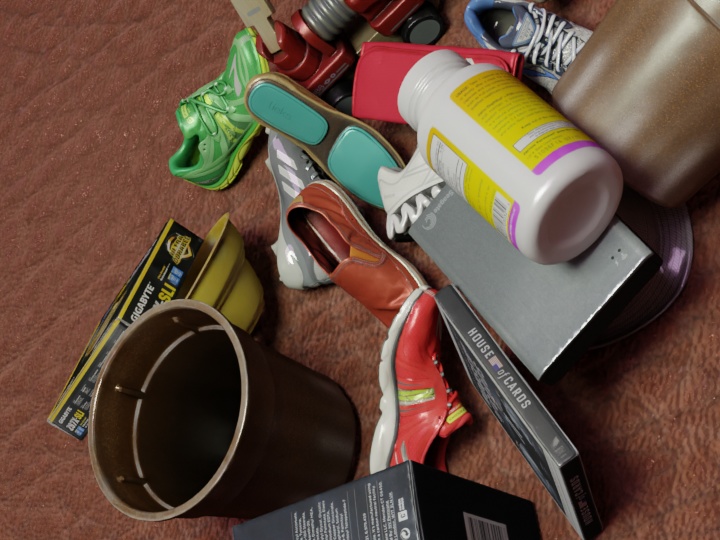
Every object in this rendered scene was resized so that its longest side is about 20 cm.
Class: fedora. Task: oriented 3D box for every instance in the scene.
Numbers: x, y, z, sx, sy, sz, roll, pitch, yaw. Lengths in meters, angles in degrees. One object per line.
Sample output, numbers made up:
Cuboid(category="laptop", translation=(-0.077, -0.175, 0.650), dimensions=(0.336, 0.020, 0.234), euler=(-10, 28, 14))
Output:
Cuboid(category="fedora", translation=(0.183, -0.024, 1.337), dimensions=(0.198, 0.090, 0.179), euler=(-14, 67, 34))

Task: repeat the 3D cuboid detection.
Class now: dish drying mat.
Cuboid(category="dish drying mat", translation=(0.068, -0.176, 1.446), dimensions=(0.198, 0.018, 0.078), euler=(12, 95, 42))

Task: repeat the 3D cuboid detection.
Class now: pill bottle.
Cuboid(category="pill bottle", translation=(0.116, -0.101, 1.245), dimensions=(0.105, 0.104, 0.200), euler=(-53, 53, 12))

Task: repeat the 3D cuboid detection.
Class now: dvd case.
Cuboid(category="dvd case", translation=(0.135, 0.121, 1.294), dimensions=(0.025, 0.151, 0.201), euler=(-32, 54, -4))

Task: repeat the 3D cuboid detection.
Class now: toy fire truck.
Cuboid(category="toy fire truck", translation=(-0.043, -0.270, 1.528), dimensions=(0.176, 0.199, 0.129), euler=(-42, 54, 20))

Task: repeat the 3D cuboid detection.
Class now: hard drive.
Cuboid(category="hard drive", translation=(0.143, -0.021, 1.285), dimensions=(0.140, 0.033, 0.200), euler=(-49, 53, 12))

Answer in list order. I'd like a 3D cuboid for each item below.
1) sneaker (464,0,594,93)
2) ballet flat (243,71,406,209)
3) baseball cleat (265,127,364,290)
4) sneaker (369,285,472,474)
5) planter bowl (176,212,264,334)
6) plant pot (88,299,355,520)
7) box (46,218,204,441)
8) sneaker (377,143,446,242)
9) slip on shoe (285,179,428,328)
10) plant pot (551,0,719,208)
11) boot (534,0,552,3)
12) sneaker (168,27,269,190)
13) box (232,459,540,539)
Cuboid(category="sneaker", translation=(0.171, -0.205, 1.411), dimensions=(0.199, 0.085, 0.078), euler=(28, 93, 40))
Cuboid(category="ballet flat", translation=(-0.026, -0.137, 1.522), dimensions=(0.069, 0.199, 0.063), euler=(-50, 8, 19))
Cuboid(category="baseball cleat", translation=(-0.044, -0.082, 1.563), dimensions=(0.105, 0.069, 0.203), euler=(-10, 79, 29))
Cuboid(category="sneaker", translation=(0.066, 0.114, 1.389), dimensions=(0.084, 0.077, 0.203), euler=(13, 106, 31))
Cuboid(category="planter bowl", translation=(-0.155, 0.047, 1.565), dimensions=(0.201, 0.083, 0.201), euler=(-55, 11, 17))
Cuboid(category="plant pot", translation=(-0.118, 0.149, 1.440), dimensions=(0.198, 0.197, 0.203), euler=(-14, 67, 35))
Cuboid(category="box", translation=(-0.246, 0.062, 1.592), dimensions=(0.200, 0.049, 0.161), euler=(-50, 12, 42))
Cuboid(category="sneaker", translation=(0.096, -0.102, 1.436), dimensions=(0.199, 0.075, 0.082), euler=(-29, 71, 27))
Cuboid(category="slip on shoe", translation=(0.000, 0.000, 1.460), dimensions=(0.200, 0.061, 0.074), euler=(50, 134, 10))
Cuboid(category="plant pot", translation=(0.275, -0.173, 1.257), dimensions=(0.199, 0.199, 0.201), euler=(-49, 51, 24))
Cuboid(category="boot", translation=(0.099, -0.318, 1.477), dimensions=(0.144, 0.071, 0.202), euler=(-9, 46, -1))
Cuboid(category="sneaker", translation=(-0.151, -0.167, 1.618), dimensions=(0.201, 0.083, 0.074), euler=(-64, 37, 34))
Cuboid(category="box", translation=(0.029, 0.263, 1.294), dimensions=(0.195, 0.199, 0.125), euler=(-26, 59, 29))
